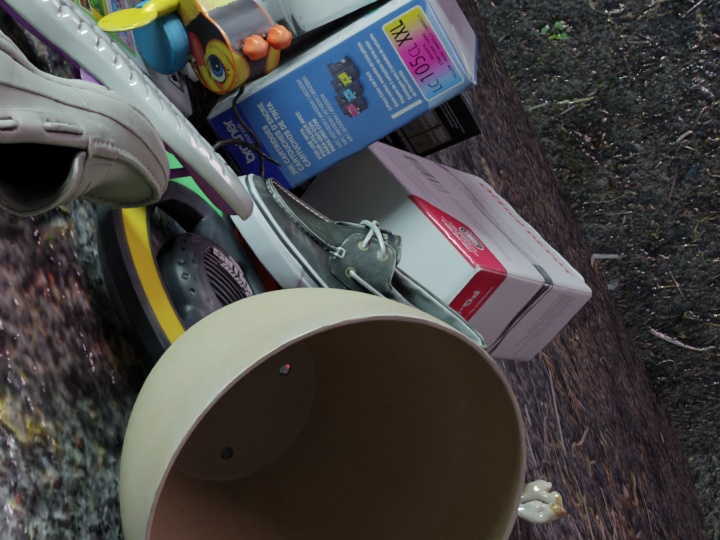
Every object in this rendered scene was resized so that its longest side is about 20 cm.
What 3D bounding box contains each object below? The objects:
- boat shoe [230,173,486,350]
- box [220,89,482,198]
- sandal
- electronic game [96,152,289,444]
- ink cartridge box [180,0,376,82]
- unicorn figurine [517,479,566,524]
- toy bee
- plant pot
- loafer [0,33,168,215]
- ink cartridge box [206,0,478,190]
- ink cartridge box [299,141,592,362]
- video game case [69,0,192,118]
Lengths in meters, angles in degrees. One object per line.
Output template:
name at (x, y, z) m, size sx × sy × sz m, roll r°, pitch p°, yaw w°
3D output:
boat shoe at (0.000, 0.000, 0.983) m, size 0.200 × 0.071 × 0.072 m, roll 43°, pitch 16°, yaw -19°
box at (-0.020, -0.166, 1.201) m, size 0.200 × 0.163 × 0.086 m, roll 52°, pitch 22°, yaw -47°
sandal at (-0.141, -0.094, 0.844) m, size 0.203 × 0.050 × 0.082 m, roll 45°, pitch 4°, yaw -10°
electronic game at (-0.088, 0.015, 0.896) m, size 0.200 × 0.042 × 0.200 m, roll 53°, pitch 19°, yaw -28°
ink cartridge box at (-0.053, -0.235, 1.021) m, size 0.084 × 0.199 × 0.145 m, roll -81°, pitch 147°, yaw -70°
unicorn figurine at (0.093, 0.231, 1.095) m, size 0.074 × 0.137 × 0.200 m, roll 69°, pitch 5°, yaw -52°
toy bee at (-0.082, -0.155, 0.939) m, size 0.200 × 0.109 × 0.131 m, roll 47°, pitch 64°, yaw -19°
plant pot at (-0.037, 0.090, 0.765) m, size 0.134 × 0.200 × 0.201 m, roll 37°, pitch -18°, yaw 55°
loafer at (-0.153, -0.057, 0.721) m, size 0.200 × 0.070 × 0.070 m, roll 25°, pitch 54°, yaw -61°
ink cartridge box at (-0.022, -0.125, 1.061) m, size 0.076 × 0.200 × 0.137 m, roll 59°, pitch 15°, yaw -16°
ink cartridge box at (0.064, -0.011, 1.145) m, size 0.145 × 0.083 × 0.200 m, roll 48°, pitch 18°, yaw 27°
video game case at (-0.175, -0.214, 0.986) m, size 0.182 × 0.022 × 0.201 m, roll 41°, pitch 32°, yaw -62°
